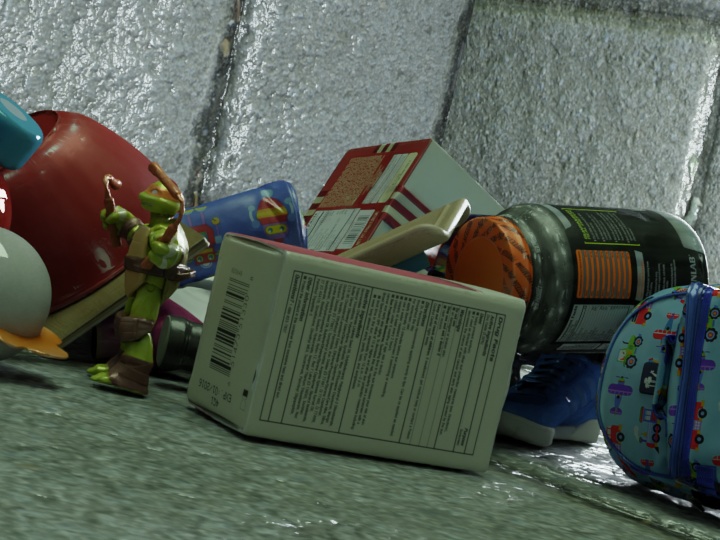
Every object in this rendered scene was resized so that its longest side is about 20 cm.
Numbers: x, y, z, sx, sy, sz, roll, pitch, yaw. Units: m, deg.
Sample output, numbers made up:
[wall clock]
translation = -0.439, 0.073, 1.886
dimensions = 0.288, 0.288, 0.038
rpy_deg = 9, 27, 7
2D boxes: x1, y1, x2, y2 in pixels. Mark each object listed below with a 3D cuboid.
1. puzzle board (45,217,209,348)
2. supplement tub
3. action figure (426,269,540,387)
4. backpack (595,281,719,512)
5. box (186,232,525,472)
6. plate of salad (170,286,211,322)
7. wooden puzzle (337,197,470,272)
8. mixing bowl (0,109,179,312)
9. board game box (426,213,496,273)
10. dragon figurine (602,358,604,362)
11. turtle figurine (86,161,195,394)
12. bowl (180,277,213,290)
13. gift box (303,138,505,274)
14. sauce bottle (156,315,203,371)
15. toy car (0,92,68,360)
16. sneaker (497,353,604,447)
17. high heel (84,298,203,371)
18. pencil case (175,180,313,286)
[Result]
[puzzle board]
translation = -0.218, -0.001, 1.456
dimensions = 0.017, 0.151, 0.200
rpy_deg = 60, -16, -26
[supplement tub]
translation = 0.177, 0.007, 1.486
dimensions = 0.199, 0.123, 0.122
rpy_deg = 2, 8, -32
[action figure]
translation = 0.088, 0.063, 1.621
dimensions = 0.200, 0.102, 0.119
rpy_deg = 30, -32, -32
[backpack]
translation = 0.266, 0.090, 1.363
dimensions = 0.199, 0.183, 0.134
rpy_deg = 11, -4, 29
[box]
translation = -0.003, 0.058, 1.274
dimensions = 0.199, 0.128, 0.109
rpy_deg = 13, 2, -29
[plate of salad]
translation = -0.091, 0.061, 1.543
dimensions = 0.199, 0.048, 0.200
rpy_deg = 20, 3, -1
[wooden puzzle]
translation = 0.000, 0.000, 1.482
dimensions = 0.184, 0.037, 0.200
rpy_deg = -24, 2, 13
[mixing bowl]
translation = -0.258, -0.059, 1.459
dimensions = 0.200, 0.200, 0.109
rpy_deg = 17, -38, 55
[board game box]
translation = 0.140, 0.002, 1.622
dimensions = 0.199, 0.039, 0.158
rpy_deg = 3, -24, 10
[dragon figurine]
translation = 0.275, 0.128, 1.468
dimensions = 0.199, 0.100, 0.059
rpy_deg = 16, 4, 37
[turtle figurine]
translation = -0.156, 0.002, 1.303
dimensions = 0.064, 0.162, 0.200
rpy_deg = 12, 3, -24
[bowl]
translation = -0.141, 0.029, 1.735
dimensions = 0.199, 0.075, 0.200
rpy_deg = 14, 2, 1
[gift box]
translation = 0.054, -0.003, 1.788
dimensions = 0.187, 0.185, 0.200
rpy_deg = 42, -17, -26
[sauce bottle]
translation = -0.055, 0.072, 1.375
dimensions = 0.199, 0.065, 0.065
rpy_deg = 14, 3, -15
[toy car]
translation = -0.271, 0.000, 1.254
dimensions = 0.200, 0.184, 0.177
rpy_deg = 44, 9, 12
[sneaker]
translation = 0.162, 0.090, 1.558
dimensions = 0.077, 0.112, 0.200
rpy_deg = 15, 4, 33
[high heel]
translation = -0.175, 0.032, 1.474
dimensions = 0.095, 0.068, 0.200
rpy_deg = 2, 11, -13
[pencil case]
translation = -0.143, -0.023, 1.620
dimensions = 0.199, 0.078, 0.087
rpy_deg = -14, 0, -4
